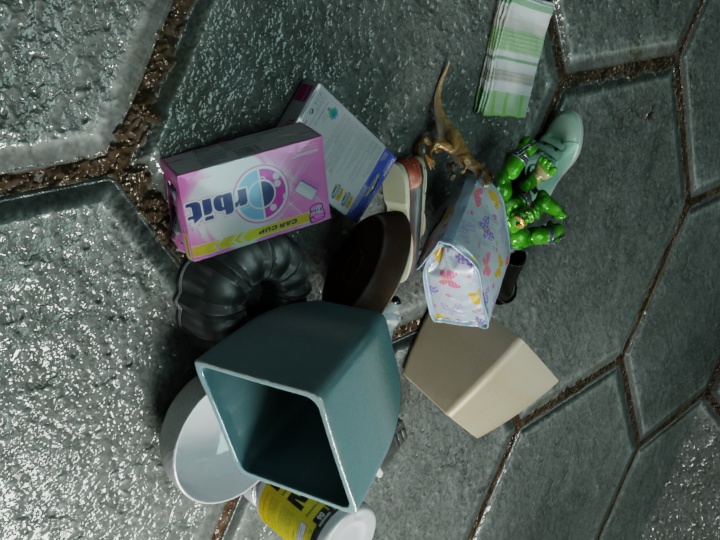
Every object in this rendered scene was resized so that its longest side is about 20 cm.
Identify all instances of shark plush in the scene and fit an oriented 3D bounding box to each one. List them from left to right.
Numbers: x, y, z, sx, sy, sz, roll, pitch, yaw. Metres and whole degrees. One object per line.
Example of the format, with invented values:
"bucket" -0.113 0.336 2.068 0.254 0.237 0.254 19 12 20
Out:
"shark plush" 0.016 0.069 1.318 0.083 0.091 0.200 -33 155 -6

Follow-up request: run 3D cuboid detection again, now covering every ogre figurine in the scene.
"ogre figurine" 0.280 -0.113 1.396 0.120 0.098 0.200 -35 139 -15

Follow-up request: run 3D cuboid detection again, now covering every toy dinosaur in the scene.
"toy dinosaur" 0.134 -0.209 1.274 0.106 0.060 0.201 -29 93 -15

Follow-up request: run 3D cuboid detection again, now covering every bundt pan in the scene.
"bundt pan" -0.144 0.032 1.088 0.201 0.076 0.203 -22 124 -38

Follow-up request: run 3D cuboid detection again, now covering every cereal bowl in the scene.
"cereal bowl" -0.193 0.212 1.118 0.200 0.083 0.201 -23 124 -39

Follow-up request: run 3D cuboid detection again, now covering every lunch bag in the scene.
"lunch bag" 0.167 -0.035 1.324 0.201 0.126 0.170 74 31 -47

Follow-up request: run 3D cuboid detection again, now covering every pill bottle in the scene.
"pill bottle" -0.083 0.351 1.216 0.114 0.200 0.115 -24 126 -38

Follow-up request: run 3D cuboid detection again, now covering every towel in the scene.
"towel" 0.263 -0.357 1.368 0.149 0.031 0.201 -7 114 -45

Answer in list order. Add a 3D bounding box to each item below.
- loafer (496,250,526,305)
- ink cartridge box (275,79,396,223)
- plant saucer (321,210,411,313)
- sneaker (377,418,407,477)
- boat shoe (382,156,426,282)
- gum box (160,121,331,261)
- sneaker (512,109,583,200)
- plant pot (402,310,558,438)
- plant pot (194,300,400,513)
"loafer" 0.269 -0.011 1.516 0.073 0.071 0.201 -37 133 -29
"ink cartridge box" -0.039 -0.160 1.132 0.200 0.042 0.120 34 84 -47
"plant saucer" 0.000 0.000 1.155 0.034 0.200 0.201 26 89 -25
"sneaker" 0.019 0.271 1.393 0.099 0.071 0.200 -52 144 -18
"boat shoe" 0.072 -0.079 1.275 0.062 0.071 0.201 -23 121 -42
"gum box" -0.142 -0.098 1.001 0.199 0.066 0.114 -19 123 -23
"sneaker" 0.334 -0.211 1.480 0.118 0.074 0.201 20 96 -56
"plant pot" 0.196 0.175 1.451 0.177 0.200 0.200 -49 139 -2
"plant pot" -0.052 0.146 1.039 0.200 0.195 0.197 -46 134 -40
